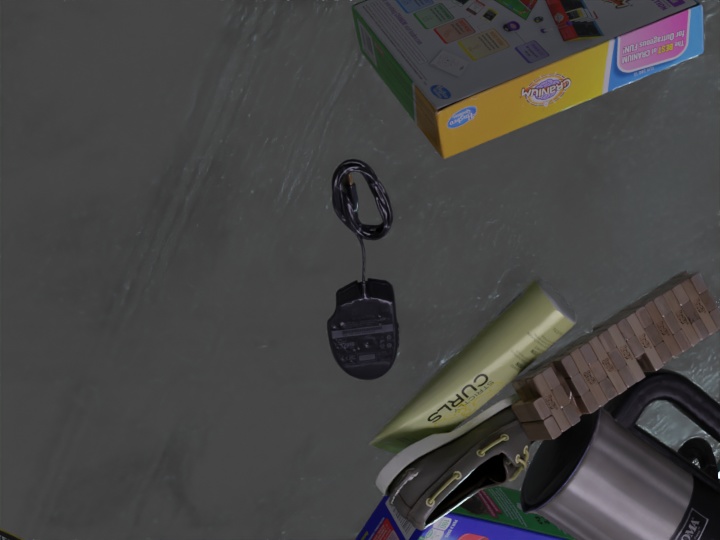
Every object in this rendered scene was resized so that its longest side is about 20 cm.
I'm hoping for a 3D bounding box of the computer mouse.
[{"bbox_3d":[0.000,0.000,1.239,0.058,0.034,0.202,-4,122,-3],"label":"computer mouse"}]

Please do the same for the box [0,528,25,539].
[{"bbox_3d":[-0.336,0.298,1.273,0.200,0.049,0.159,-46,133,10],"label":"box"}]

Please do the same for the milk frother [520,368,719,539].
[{"bbox_3d":[0.250,0.194,1.432,0.187,0.200,0.182,35,70,-8],"label":"milk frother"}]

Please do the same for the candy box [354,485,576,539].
[{"bbox_3d":[0.089,0.279,1.451,0.198,0.077,0.170,17,115,-36],"label":"candy box"}]

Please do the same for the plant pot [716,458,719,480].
[{"bbox_3d":[0.428,0.245,1.524,0.159,0.201,0.202,17,115,-22],"label":"plant pot"}]

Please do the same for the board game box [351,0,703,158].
[{"bbox_3d":[0.113,-0.167,1.086,0.198,0.154,0.041,-22,132,-9],"label":"board game box"}]

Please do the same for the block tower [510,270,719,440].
[{"bbox_3d":[0.221,0.070,1.343,0.199,0.058,0.054,-31,93,-17],"label":"block tower"}]

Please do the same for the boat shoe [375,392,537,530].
[{"bbox_3d":[0.107,0.160,1.355,0.200,0.060,0.072,-23,150,-31],"label":"boat shoe"}]

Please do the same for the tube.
[{"bbox_3d":[0.097,0.092,1.339,0.058,0.052,0.200,43,105,-13],"label":"tube"}]
